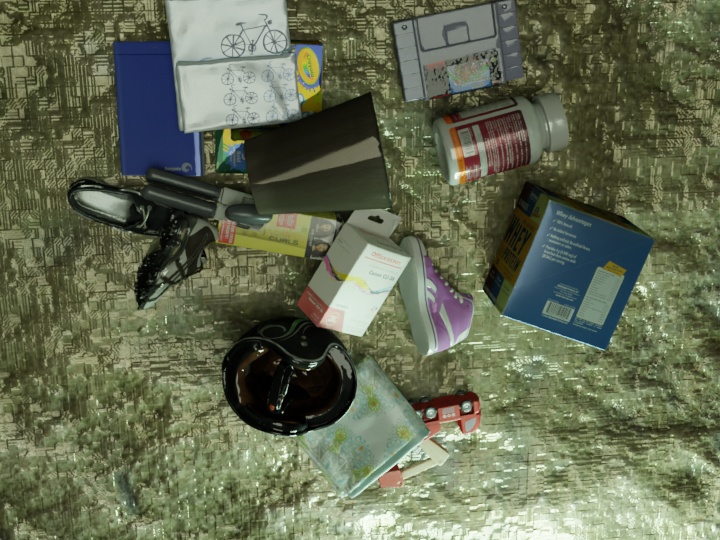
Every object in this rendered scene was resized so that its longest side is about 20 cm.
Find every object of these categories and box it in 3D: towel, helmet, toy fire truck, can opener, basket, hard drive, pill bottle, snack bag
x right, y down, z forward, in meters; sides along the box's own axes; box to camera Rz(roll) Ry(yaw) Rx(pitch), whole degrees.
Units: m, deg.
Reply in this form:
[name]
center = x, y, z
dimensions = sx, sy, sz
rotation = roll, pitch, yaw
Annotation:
[towel]
center = -0.006, 0.271, 1.703
dimensions = 0.200, 0.048, 0.172
rotation = -40, 92, 12
[helmet]
center = -0.109, 0.168, 1.613
dimensions = 0.198, 0.190, 0.203
rotation = 2, 95, 31
[toy fire truck]
center = 0.119, 0.297, 1.756
dimensions = 0.197, 0.049, 0.143
rotation = -9, 108, -6
[can opener]
center = -0.230, -0.111, 1.522
dimensions = 0.198, 0.067, 0.054
rotation = 16, 76, -18
[basket]
center = -0.065, -0.158, 1.477
dimensions = 0.197, 0.136, 0.182
rotation = -11, 120, 0
[hard drive]
center = -0.307, -0.246, 1.525
dimensions = 0.130, 0.025, 0.203
rotation = 1, 103, 7
[pill bottle]
center = 0.222, -0.212, 1.584
dimensions = 0.198, 0.110, 0.111
rotation = -15, 108, -3
[snack bag]
center = -0.185, -0.311, 1.471
dimensions = 0.186, 0.021, 0.203
rotation = -5, 105, -5

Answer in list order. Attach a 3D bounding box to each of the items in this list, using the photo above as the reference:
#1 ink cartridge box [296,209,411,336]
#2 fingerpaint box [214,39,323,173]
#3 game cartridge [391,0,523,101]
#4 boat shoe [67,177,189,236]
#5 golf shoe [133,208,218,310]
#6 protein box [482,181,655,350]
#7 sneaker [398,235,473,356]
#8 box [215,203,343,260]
[ink cartridge box]
center = 0.000, 0.000, 1.610
dimensions = 0.116, 0.067, 0.201
rotation = 15, 111, -48
[fingerpaint box]
center = -0.142, -0.253, 1.541
dimensions = 0.165, 0.073, 0.203
rotation = 1, 107, -8
[game cartridge]
center = 0.155, -0.346, 1.576
dimensions = 0.197, 0.038, 0.131
rotation = -13, 104, -4
[boat shoe]
center = -0.362, -0.091, 1.567
dimensions = 0.197, 0.060, 0.077
rotation = 11, 105, -11
[golf shoe]
center = -0.293, -0.005, 1.585
dimensions = 0.094, 0.078, 0.200
rotation = 13, 130, -33
[protein box]
center = 0.339, -0.009, 1.648
dimensions = 0.196, 0.135, 0.202
rotation = 18, 104, -12
[sneaker]
center = 0.130, 0.031, 1.677
dimensions = 0.113, 0.072, 0.203
rotation = -17, 104, -23
[box]
center = -0.131, -0.069, 1.611
dimensions = 0.197, 0.050, 0.076
rotation = 10, 106, -10
